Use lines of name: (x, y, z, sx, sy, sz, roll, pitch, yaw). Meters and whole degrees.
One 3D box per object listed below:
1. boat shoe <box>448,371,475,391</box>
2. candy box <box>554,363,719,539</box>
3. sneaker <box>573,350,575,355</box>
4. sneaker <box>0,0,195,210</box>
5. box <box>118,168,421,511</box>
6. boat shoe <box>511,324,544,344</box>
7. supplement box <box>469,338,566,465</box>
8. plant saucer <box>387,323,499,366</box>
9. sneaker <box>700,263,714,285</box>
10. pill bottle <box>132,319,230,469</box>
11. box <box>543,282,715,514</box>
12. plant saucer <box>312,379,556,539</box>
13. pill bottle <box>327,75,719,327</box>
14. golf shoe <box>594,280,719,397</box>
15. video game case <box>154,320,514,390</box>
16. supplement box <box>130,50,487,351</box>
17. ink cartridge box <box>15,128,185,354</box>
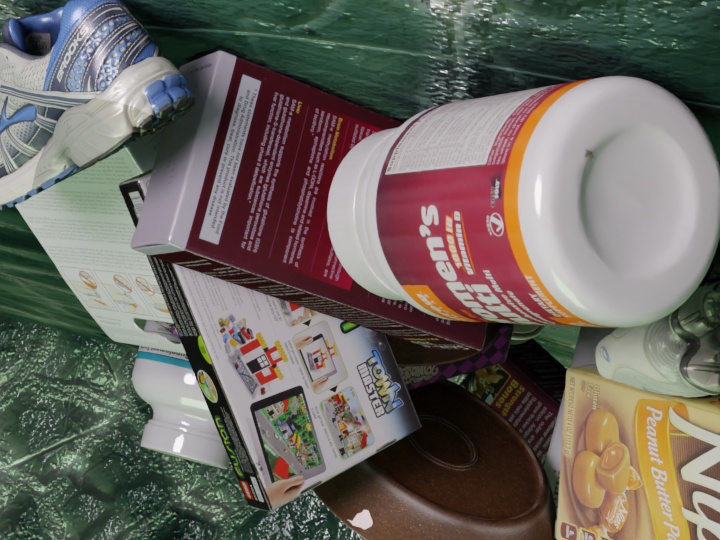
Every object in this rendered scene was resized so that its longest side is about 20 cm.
boat shoe: (0.060, 0.057, 1.232, 0.062, 0.075, 0.200, 20, 126, -29)
candy box: (0.210, 0.132, 1.001, 0.055, 0.116, 0.199, -7, -166, -39)
sneaker: (0.212, 0.081, 1.383, 0.086, 0.081, 0.200, 22, 170, 26)
sneaker: (-0.158, -0.094, 0.870, 0.077, 0.086, 0.199, -33, -172, -36)
box: (-0.049, 0.023, 0.948, 0.110, 0.201, 0.035, -25, -170, -27)
boat shoe: (0.049, 0.021, 1.298, 0.198, 0.067, 0.057, 14, 167, -16)
supplement box: (0.118, 0.132, 1.370, 0.200, 0.131, 0.103, 43, -161, 24)
plant saucer: (0.000, 0.000, 1.112, 0.199, 0.037, 0.201, 10, -156, -4)
sneaker: (0.159, -0.003, 0.996, 0.072, 0.072, 0.200, 40, -173, 26)
pill bottle: (-0.108, 0.045, 1.263, 0.110, 0.202, 0.111, 14, 172, 2)
box: (0.259, 0.126, 1.168, 0.199, 0.201, 0.171, 25, 167, -41)
plant saucer: (0.047, 0.122, 1.082, 0.199, 0.035, 0.201, 23, -154, -12)
pill bottle: (0.070, -0.030, 0.794, 0.109, 0.110, 0.200, 19, 170, -28)
golf shoe: (0.222, 0.041, 0.986, 0.199, 0.079, 0.097, 6, 166, -42)
video game case: (-0.026, 0.028, 1.125, 0.199, 0.036, 0.181, -13, -147, -44)
supplement box: (-0.015, -0.034, 0.914, 0.199, 0.110, 0.061, 20, 169, -26)
ink cartridge box: (-0.145, -0.034, 1.031, 0.161, 0.050, 0.201, 6, 138, 44)
